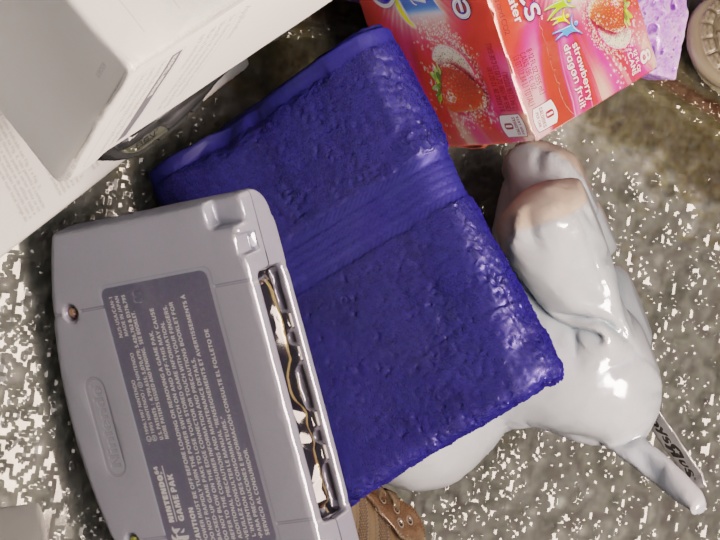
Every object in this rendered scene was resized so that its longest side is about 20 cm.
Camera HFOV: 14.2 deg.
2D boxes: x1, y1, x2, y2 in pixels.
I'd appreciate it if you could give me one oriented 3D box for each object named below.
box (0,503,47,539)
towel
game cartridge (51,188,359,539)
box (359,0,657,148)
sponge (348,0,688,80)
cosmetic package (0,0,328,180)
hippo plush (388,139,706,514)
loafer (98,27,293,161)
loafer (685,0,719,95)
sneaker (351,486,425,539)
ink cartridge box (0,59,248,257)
[{"bbox_3d":[-0.235,0.191,1.317,0.200,0.097,0.124,-7,108,-7],"label":"box"},{"bbox_3d":[0.000,0.000,1.412,0.148,0.050,0.200,-32,77,21],"label":"towel"},{"bbox_3d":[-0.080,0.067,1.402,0.041,0.133,0.200,-25,102,-58],"label":"game cartridge"},{"bbox_3d":[0.056,-0.169,1.422,0.100,0.095,0.200,-32,110,-36],"label":"box"},{"bbox_3d":[0.087,-0.175,1.516,0.200,0.030,0.112,12,90,-27],"label":"sponge"},{"bbox_3d":[-0.107,-0.187,1.303,0.200,0.123,0.199,-37,84,-30],"label":"cosmetic package"},{"bbox_3d":[0.067,0.047,1.492,0.161,0.159,0.200,-22,92,7],"label":"hippo plush"},{"bbox_3d":[-0.078,-0.133,1.400,0.201,0.068,0.070,-45,124,-30],"label":"loafer"},{"bbox_3d":[0.265,-0.107,1.591,0.200,0.068,0.076,10,74,-17],"label":"loafer"},{"bbox_3d":[-0.013,0.132,1.490,0.076,0.070,0.200,-48,120,-33],"label":"sneaker"},{"bbox_3d":[-0.165,-0.114,1.400,0.200,0.057,0.163,-43,114,-39],"label":"ink cartridge box"}]
